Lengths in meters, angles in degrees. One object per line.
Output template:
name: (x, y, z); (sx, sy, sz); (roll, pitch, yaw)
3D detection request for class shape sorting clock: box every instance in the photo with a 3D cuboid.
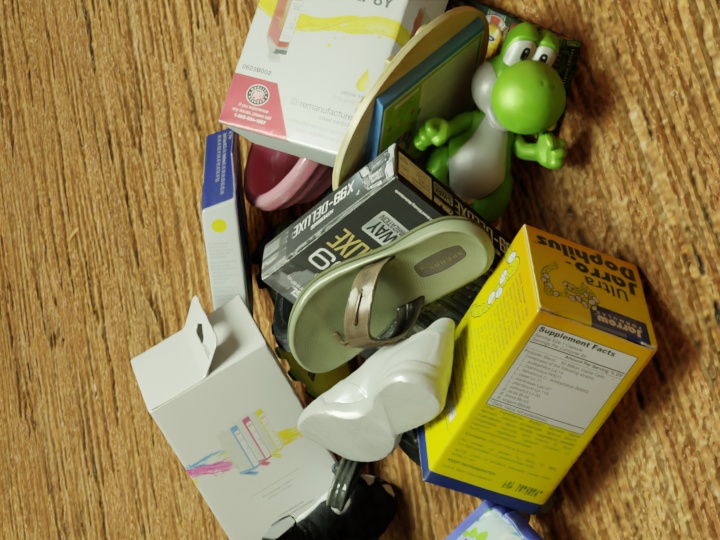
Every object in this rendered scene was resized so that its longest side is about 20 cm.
shape sorting clock: (0.042, -0.137, 1.584); (0.039, 0.200, 0.201); (34, 118, 22)

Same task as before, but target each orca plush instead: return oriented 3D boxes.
orca plush: (-0.010, 0.229, 1.683); (0.071, 0.200, 0.106); (19, 92, 27)

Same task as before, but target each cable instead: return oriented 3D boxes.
cable: (0.000, 0.138, 1.698); (0.200, 0.050, 0.097); (-59, -4, -35)

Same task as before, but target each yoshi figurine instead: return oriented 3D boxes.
yoshi figurine: (0.112, -0.106, 1.565); (0.112, 0.112, 0.201); (38, 117, 30)

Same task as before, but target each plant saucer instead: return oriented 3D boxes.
plant saucer: (-0.042, -0.143, 1.802); (0.201, 0.051, 0.201); (-49, 26, 33)

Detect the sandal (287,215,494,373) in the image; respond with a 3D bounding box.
sandal: (0.019, 0.023, 1.517); (0.201, 0.080, 0.057); (-33, 32, 26)

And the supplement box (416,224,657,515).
supplement box: (0.137, 0.082, 1.514); (0.200, 0.108, 0.110); (-59, 22, 33)

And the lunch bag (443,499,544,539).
lunch bag: (0.113, 0.314, 1.538); (0.170, 0.127, 0.200); (42, 110, 30)

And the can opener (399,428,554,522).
can opener: (0.099, 0.168, 1.649); (0.200, 0.053, 0.067); (35, 150, 51)

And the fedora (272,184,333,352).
fedora: (0.000, 0.000, 1.722); (0.201, 0.091, 0.201); (-52, 21, 28)

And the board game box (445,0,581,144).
board game box: (0.114, -0.179, 1.662); (0.200, 0.023, 0.105); (32, 116, 50)

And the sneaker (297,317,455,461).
sneaker: (0.022, 0.097, 1.571); (0.200, 0.075, 0.089); (-31, 30, 52)

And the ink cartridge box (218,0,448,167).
ink cartridge box: (-0.021, -0.199, 1.665); (0.145, 0.083, 0.201); (17, 85, 24)

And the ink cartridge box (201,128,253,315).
ink cartridge box: (-0.135, -0.058, 1.862); (0.198, 0.047, 0.201); (-96, 0, -65)

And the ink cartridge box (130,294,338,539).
ink cartridge box: (-0.120, 0.132, 1.755); (0.200, 0.125, 0.129); (61, 176, -24)

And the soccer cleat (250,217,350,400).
soccer cleat: (-0.046, 0.038, 1.837); (0.084, 0.065, 0.201); (-36, 62, 28)

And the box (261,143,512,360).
box: (0.041, 0.006, 1.573); (0.158, 0.200, 0.050); (-36, 31, 27)
